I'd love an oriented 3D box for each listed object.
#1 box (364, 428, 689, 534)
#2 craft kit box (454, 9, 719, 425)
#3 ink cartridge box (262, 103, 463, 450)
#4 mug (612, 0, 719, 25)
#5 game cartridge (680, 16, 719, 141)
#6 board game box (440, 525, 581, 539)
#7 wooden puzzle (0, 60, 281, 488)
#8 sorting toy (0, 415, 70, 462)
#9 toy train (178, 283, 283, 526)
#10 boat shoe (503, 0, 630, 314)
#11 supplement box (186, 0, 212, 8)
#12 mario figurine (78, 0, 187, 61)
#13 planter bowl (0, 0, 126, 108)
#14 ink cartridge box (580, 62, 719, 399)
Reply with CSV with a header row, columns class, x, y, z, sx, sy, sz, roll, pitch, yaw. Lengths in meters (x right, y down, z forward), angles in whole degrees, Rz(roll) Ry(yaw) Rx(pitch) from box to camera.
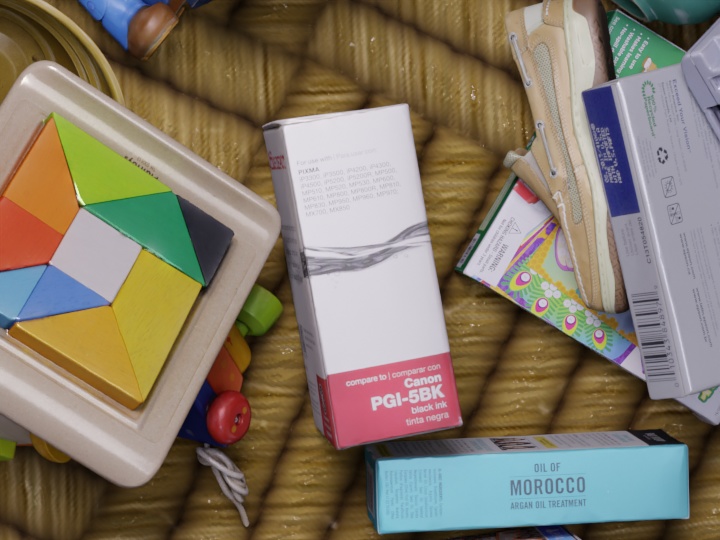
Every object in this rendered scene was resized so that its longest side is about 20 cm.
class,x,y,z,sx,sy,sz,roll,pitch,yaw
box,0.105,0.135,1.573,0.199,0.082,0.049,-2,93,-4
craft kit box,0.195,-0.034,1.596,0.197,0.049,0.200,30,89,-8
ink cartridge box,0.000,0.000,1.527,0.083,0.147,0.201,-10,94,-5
mug,0.182,-0.226,1.516,0.152,0.185,0.114,41,92,4
game cartridge,0.287,-0.089,1.533,0.133,0.041,0.200,-43,110,-29
board game box,0.049,0.259,1.565,0.199,0.097,0.160,-8,93,-4
wooden puzzle,-0.157,-0.001,1.428,0.185,0.037,0.200,33,63,-12
sorting toy,-0.266,0.050,1.516,0.179,0.107,0.200,-9,121,20
toy train,-0.087,0.058,1.560,0.116,0.084,0.200,-57,139,-28
boat shoe,0.128,-0.070,1.541,0.076,0.072,0.201,-8,87,13
supplement box,-0.050,-0.296,1.429,0.200,0.134,0.200,-30,88,-28
mario figurine,-0.188,-0.221,1.520,0.200,0.124,0.106,34,105,-9
planter bowl,-0.240,-0.105,1.519,0.200,0.084,0.201,0,121,0
ink cartridge box,0.238,-0.038,1.537,0.200,0.041,0.200,-15,93,-37
